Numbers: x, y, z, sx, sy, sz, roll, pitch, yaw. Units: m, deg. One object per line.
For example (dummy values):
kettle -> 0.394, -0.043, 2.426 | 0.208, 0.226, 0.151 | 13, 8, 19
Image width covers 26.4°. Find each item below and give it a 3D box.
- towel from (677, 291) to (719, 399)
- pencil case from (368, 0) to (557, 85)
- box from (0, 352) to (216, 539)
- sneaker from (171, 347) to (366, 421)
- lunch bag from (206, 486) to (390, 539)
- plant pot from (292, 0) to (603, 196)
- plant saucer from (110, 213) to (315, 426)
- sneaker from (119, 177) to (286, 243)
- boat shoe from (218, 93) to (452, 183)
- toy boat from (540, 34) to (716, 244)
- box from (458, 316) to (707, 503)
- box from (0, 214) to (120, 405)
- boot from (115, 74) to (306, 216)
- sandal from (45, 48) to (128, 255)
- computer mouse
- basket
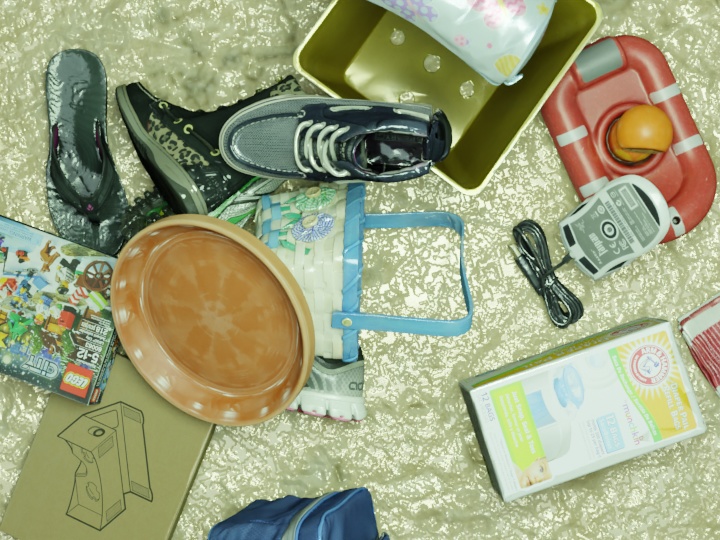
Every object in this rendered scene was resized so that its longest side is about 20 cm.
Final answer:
towel -> 0.414, 0.098, 1.486 | 0.144, 0.023, 0.201 | -32, 91, -2
pencil case -> 0.062, -0.234, 1.265 | 0.199, 0.083, 0.091 | 29, 87, -2
box -> -0.235, 0.183, 1.442 | 0.163, 0.021, 0.201 | 22, 92, 13
sneaker -> -0.085, 0.083, 1.446 | 0.198, 0.074, 0.088 | 12, 84, -1
lunch bag -> -0.042, 0.275, 1.389 | 0.131, 0.200, 0.137 | -9, 93, 16
plant pot -> 0.072, -0.198, 1.395 | 0.199, 0.176, 0.201 | 36, 88, -2
plant saucer -> -0.128, 0.043, 1.347 | 0.199, 0.032, 0.202 | 12, 120, 23
sneaker -> -0.129, -0.067, 1.451 | 0.199, 0.078, 0.085 | -34, 128, -8
boat shoe -> -0.026, -0.107, 1.266 | 0.198, 0.093, 0.075 | -4, 102, 8
toy boat -> 0.255, -0.121, 1.424 | 0.130, 0.131, 0.201 | -25, 91, -1
box -> 0.205, 0.127, 1.438 | 0.199, 0.101, 0.113 | -18, 91, -2
box -> -0.315, 0.028, 1.434 | 0.199, 0.038, 0.138 | 19, 89, 9
boot -> -0.130, -0.134, 1.404 | 0.153, 0.204, 0.074 | -28, 133, -9
sandal -> -0.266, -0.109, 1.448 | 0.075, 0.048, 0.202 | -9, 90, -2
computer mouse -> 0.221, -0.028, 1.413 | 0.044, 0.200, 0.110 | -27, 84, -40
basket -> 0.000, 0.000, 1.390 | 0.198, 0.177, 0.140 | 4, 123, -4
